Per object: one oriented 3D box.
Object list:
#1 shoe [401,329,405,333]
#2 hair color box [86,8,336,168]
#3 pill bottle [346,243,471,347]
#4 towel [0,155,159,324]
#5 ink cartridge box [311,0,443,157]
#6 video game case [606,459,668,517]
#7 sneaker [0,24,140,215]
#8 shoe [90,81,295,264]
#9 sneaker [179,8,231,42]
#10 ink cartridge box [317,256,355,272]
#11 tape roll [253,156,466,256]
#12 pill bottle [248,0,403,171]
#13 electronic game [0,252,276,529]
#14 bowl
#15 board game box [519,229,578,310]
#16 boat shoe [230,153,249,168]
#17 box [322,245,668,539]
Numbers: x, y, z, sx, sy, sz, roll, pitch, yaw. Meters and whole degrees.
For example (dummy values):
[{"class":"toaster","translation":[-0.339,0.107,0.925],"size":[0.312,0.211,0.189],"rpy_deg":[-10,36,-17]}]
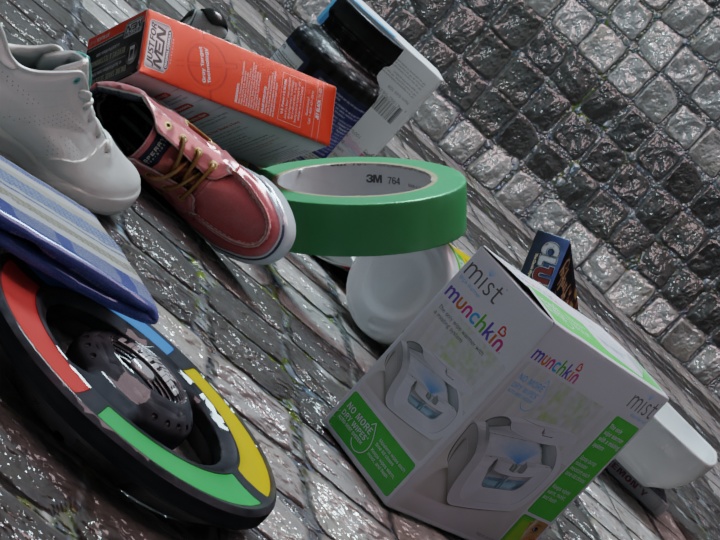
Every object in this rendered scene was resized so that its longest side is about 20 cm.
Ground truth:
[{"class":"shoe","translation":[0.087,0.111,1.614],"size":[0.070,0.054,0.200],"rpy_deg":[0,-22,33]},{"class":"hair color box","translation":[-0.130,-0.154,1.548],"size":[0.199,0.062,0.101],"rpy_deg":[18,-20,-36]},{"class":"pill bottle","translation":[0.078,0.036,1.687],"size":[0.111,0.111,0.200],"rpy_deg":[48,9,30]},{"class":"towel","translation":[-0.194,-0.033,1.013],"size":[0.147,0.024,0.200],"rpy_deg":[32,4,-25]},{"class":"ink cartridge box","translation":[-0.030,-0.187,1.966],"size":[0.147,0.200,0.146],"rpy_deg":[42,8,-6]},{"class":"video game case","translation":[0.290,0.201,2.122],"size":[0.182,0.023,0.200],"rpy_deg":[43,9,1]},{"class":"sneaker","translation":[-0.205,-0.108,1.222],"size":[0.200,0.089,0.075],"rpy_deg":[33,12,-49]},{"class":"shoe","translation":[-0.142,-0.078,1.428],"size":[0.200,0.072,0.091],"rpy_deg":[42,9,25]},{"class":"sneaker","translation":[-0.173,-0.196,1.663],"size":[0.075,0.116,0.200],"rpy_deg":[41,9,-10]},{"class":"ink cartridge box","translation":[0.000,0.000,1.805],"size":[0.162,0.050,0.201],"rpy_deg":[27,37,-61]},{"class":"tape roll","translation":[-0.005,-0.059,1.595],"size":[0.199,0.048,0.201],"rpy_deg":[-1,15,0]},{"class":"pill bottle","translation":[-0.052,-0.180,1.834],"size":[0.112,0.200,0.112],"rpy_deg":[41,9,-8]},{"class":"electronic game","translation":[-0.122,0.063,0.954],"size":[0.200,0.042,0.200],"rpy_deg":[42,10,-9]},{"class":"bowl","translation":[0.310,0.172,2.038],"size":[0.200,0.075,0.200],"rpy_deg":[45,8,11]},{"class":"board game box","translation":[0.167,0.062,1.718],"size":[0.034,0.136,0.200],"rpy_deg":[19,-17,16]},{"class":"boat shoe","translation":[-0.135,-0.132,1.705],"size":[0.066,0.074,0.200],"rpy_deg":[43,19,-17]},{"class":"box","translation":[0.102,0.100,1.312],"size":[0.200,0.177,0.097],"rpy_deg":[32,14,-52]}]
